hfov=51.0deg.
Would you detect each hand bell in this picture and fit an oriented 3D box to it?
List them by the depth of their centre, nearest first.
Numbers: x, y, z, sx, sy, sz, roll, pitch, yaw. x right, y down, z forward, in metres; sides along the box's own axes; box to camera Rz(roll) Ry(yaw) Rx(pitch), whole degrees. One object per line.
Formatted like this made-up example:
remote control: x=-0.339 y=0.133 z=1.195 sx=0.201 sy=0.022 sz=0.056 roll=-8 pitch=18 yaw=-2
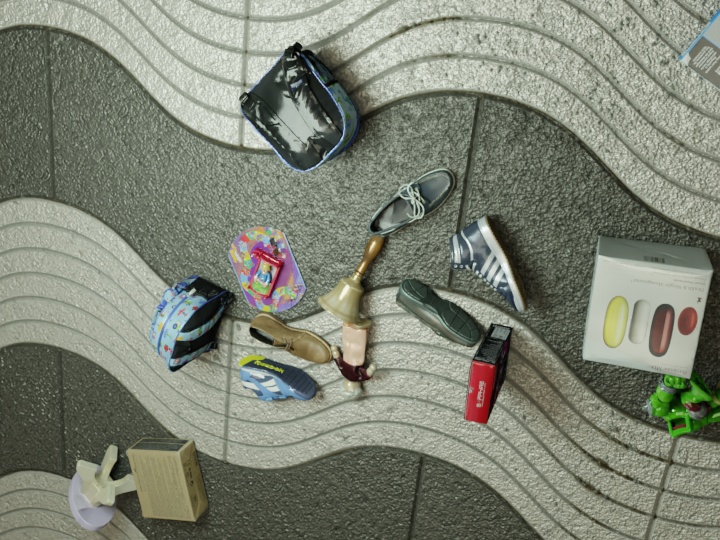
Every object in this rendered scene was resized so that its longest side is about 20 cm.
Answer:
hand bell: x=0.000 y=0.000 z=1.583 sx=0.104 sy=0.104 sz=0.201 roll=30 pitch=104 yaw=8

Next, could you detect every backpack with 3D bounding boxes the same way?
backpack: x=-0.103 y=-0.306 z=1.471 sx=0.183 sy=0.147 sz=0.200 roll=-39 pitch=88 yaw=25
backpack: x=-0.400 y=0.123 z=1.695 sx=0.134 sy=0.200 sz=0.183 roll=27 pitch=116 yaw=9

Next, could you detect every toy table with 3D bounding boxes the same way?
toy table: x=-0.671 y=0.555 z=1.955 sx=0.117 sy=0.183 sz=0.200 roll=-49 pitch=45 yaw=19

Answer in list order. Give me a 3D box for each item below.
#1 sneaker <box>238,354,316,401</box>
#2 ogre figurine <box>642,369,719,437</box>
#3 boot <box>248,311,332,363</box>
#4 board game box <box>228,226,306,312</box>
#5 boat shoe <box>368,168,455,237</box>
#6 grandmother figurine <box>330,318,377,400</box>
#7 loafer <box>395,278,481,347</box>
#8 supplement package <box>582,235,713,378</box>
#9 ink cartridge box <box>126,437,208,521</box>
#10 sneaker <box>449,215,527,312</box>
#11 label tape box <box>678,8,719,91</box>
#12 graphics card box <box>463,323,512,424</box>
sneaker: x=-0.191 y=0.262 z=1.740 sx=0.199 sy=0.074 sz=0.083 roll=18 pitch=115 yaw=21
ogre figurine: x=0.617 y=0.249 z=1.413 sx=0.120 sy=0.199 sz=0.099 roll=-48 pitch=49 yaw=39
boot: x=-0.159 y=0.164 z=1.691 sx=0.199 sy=0.075 sz=0.074 roll=24 pitch=112 yaw=7
board game box: x=-0.218 y=0.005 z=1.676 sx=0.157 sy=0.039 sz=0.201 roll=-16 pitch=101 yaw=24
boat shoe: x=0.098 y=-0.134 z=1.498 sx=0.199 sy=0.062 sz=0.075 roll=-30 pitch=89 yaw=19
grandmother figurine: x=-0.012 y=0.199 z=1.662 sx=0.121 sy=0.060 sz=0.201 roll=27 pitch=121 yaw=40
loafer: x=0.159 y=0.096 z=1.565 sx=0.200 sy=0.072 sz=0.063 roll=38 pitch=136 yaw=12
supplement package: x=0.514 y=0.061 z=1.369 sx=0.190 sy=0.147 sz=0.201 roll=8 pitch=109 yaw=17
ink cartridge box: x=-0.494 y=0.535 z=1.938 sx=0.164 sy=0.075 sz=0.201 roll=-2 pitch=108 yaw=22
sneaker: x=0.247 y=0.003 z=1.489 sx=0.108 sy=0.070 sz=0.201 roll=-25 pitch=91 yaw=21
label tape box: x=0.648 y=-0.345 z=1.230 sx=0.200 sy=0.066 sz=0.144 roll=39 pitch=116 yaw=6
graphics card box: x=0.252 y=0.198 z=1.482 sx=0.051 sy=0.200 sz=0.126 roll=10 pitch=110 yaw=17
